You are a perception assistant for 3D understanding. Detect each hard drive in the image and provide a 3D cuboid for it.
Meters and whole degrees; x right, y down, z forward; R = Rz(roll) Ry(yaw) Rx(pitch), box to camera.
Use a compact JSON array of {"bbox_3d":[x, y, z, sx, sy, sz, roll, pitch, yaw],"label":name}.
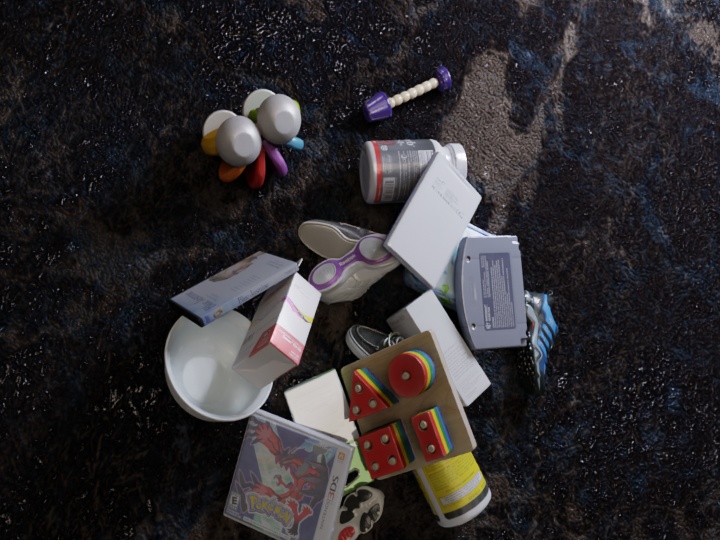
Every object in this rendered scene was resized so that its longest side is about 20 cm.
[{"bbox_3d":[0.134,-0.091,0.996,0.131,0.025,0.204,38,73,-26],"label":"hard drive"}]

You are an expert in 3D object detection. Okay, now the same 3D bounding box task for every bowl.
[{"bbox_3d":[-0.251,0.172,0.931,0.197,0.090,0.206,26,43,-27],"label":"bowl"}]

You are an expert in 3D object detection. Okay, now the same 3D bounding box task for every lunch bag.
[{"bbox_3d":[0.192,-0.011,1.068,0.194,0.082,0.166,23,78,-5],"label":"lunch bag"}]

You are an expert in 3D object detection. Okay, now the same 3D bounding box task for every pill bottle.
[{"bbox_3d":[0.142,0.334,0.980,0.112,0.114,0.205,-26,86,-13],"label":"pill bottle"},{"bbox_3d":[0.100,-0.194,1.067,0.192,0.116,0.121,-4,80,-11],"label":"pill bottle"}]

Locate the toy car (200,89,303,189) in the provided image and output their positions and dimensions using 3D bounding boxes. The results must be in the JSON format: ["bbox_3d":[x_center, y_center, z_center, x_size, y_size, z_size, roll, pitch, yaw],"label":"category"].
[{"bbox_3d":[-0.189,-0.235,1.015,0.197,0.174,0.153,-32,121,-14],"label":"toy car"}]

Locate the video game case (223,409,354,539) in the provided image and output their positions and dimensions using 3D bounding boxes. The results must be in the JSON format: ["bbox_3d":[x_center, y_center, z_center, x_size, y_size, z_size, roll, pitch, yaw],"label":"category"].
[{"bbox_3d":[-0.123,0.357,0.926,0.193,0.023,0.189,15,87,16],"label":"video game case"}]

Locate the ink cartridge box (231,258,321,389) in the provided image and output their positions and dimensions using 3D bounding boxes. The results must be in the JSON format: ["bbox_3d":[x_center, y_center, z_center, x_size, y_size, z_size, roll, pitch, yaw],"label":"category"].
[{"bbox_3d":[-0.136,0.087,0.944,0.067,0.115,0.204,39,39,-22],"label":"ink cartridge box"}]

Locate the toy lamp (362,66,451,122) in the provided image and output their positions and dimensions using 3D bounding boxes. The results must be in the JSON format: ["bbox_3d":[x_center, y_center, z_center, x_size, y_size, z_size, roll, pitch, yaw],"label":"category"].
[{"bbox_3d":[0.094,-0.360,1.128,0.195,0.058,0.060,-27,85,-16],"label":"toy lamp"}]

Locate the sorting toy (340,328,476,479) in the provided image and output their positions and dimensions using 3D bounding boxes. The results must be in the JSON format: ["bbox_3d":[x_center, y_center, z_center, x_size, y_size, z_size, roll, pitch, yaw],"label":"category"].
[{"bbox_3d":[0.063,0.232,0.914,0.196,0.069,0.205,-27,77,28],"label":"sorting toy"}]

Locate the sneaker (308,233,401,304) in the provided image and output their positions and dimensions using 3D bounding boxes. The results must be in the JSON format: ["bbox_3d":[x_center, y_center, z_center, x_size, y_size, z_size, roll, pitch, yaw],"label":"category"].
[{"bbox_3d":[0.000,0.000,1.020,0.194,0.101,0.076,-23,55,1],"label":"sneaker"}]

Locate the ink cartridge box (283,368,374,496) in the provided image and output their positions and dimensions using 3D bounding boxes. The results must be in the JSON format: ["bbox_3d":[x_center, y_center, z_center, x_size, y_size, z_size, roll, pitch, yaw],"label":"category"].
[{"bbox_3d":[-0.058,0.293,0.979,0.101,0.059,0.206,-20,84,-11],"label":"ink cartridge box"}]

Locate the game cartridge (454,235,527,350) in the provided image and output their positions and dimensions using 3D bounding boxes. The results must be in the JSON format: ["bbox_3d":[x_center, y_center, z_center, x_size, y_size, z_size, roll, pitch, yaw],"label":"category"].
[{"bbox_3d":[0.238,0.040,1.008,0.128,0.041,0.209,-1,83,-19],"label":"game cartridge"}]

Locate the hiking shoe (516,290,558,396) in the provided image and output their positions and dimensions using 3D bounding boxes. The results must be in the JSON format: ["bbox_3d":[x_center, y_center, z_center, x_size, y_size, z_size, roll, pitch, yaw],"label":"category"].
[{"bbox_3d":[0.355,0.140,1.074,0.083,0.074,0.208,0,80,-9],"label":"hiking shoe"}]

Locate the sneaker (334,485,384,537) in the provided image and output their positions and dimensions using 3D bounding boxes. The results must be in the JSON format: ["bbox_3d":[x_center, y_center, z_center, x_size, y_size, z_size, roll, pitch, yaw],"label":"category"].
[{"bbox_3d":[-0.035,0.453,0.951,0.197,0.084,0.082,-34,70,1],"label":"sneaker"}]

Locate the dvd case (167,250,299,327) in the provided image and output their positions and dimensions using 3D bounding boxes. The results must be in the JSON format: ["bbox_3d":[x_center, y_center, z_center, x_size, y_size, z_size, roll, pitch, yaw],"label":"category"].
[{"bbox_3d":[-0.218,0.024,0.937,0.197,0.140,0.018,-33,119,-31],"label":"dvd case"}]

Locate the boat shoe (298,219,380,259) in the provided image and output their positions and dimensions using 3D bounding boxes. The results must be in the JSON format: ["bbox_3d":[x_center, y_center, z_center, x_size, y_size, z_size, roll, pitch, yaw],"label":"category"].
[{"bbox_3d":[-0.024,-0.055,1.057,0.193,0.057,0.069,16,113,-3],"label":"boat shoe"}]

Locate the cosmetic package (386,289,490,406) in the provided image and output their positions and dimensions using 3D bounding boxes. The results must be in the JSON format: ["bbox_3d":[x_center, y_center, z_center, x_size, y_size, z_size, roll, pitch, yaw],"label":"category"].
[{"bbox_3d":[0.142,0.150,1.015,0.070,0.101,0.203,-31,86,-26],"label":"cosmetic package"}]

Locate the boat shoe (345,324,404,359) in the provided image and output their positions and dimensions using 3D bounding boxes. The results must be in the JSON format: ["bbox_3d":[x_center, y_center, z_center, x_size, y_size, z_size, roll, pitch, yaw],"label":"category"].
[{"bbox_3d":[0.062,0.146,0.995,0.196,0.073,0.072,29,37,17],"label":"boat shoe"}]
